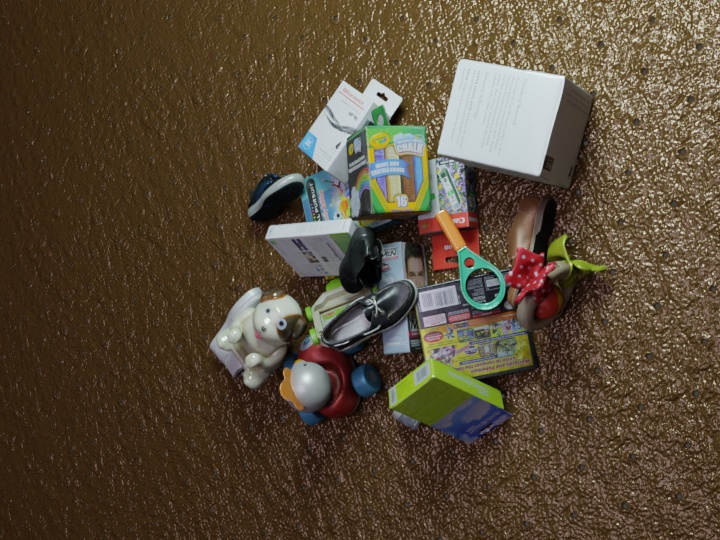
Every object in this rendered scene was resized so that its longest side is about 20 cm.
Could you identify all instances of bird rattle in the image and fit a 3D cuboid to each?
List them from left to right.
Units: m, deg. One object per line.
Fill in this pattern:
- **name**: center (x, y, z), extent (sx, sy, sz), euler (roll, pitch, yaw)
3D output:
- **bird rattle**: center (0.315, 0.034, 1.433), extent (0.112, 0.199, 0.166), euler (30, 128, 29)

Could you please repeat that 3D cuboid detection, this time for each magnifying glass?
- **magnifying glass**: center (0.192, -0.020, 1.546), extent (0.079, 0.022, 0.202), euler (-30, 73, 4)

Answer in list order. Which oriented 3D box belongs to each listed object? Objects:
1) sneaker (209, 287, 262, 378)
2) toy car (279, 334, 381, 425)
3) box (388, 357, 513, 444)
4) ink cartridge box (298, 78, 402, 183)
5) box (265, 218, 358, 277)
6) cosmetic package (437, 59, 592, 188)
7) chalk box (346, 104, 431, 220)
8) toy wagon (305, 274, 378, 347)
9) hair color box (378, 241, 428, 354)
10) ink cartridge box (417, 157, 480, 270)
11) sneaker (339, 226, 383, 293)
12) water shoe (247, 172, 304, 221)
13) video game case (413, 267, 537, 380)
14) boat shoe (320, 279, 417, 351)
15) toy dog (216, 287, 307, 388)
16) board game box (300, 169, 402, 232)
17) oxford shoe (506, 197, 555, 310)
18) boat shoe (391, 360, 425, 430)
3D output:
- **sneaker**: center (-0.241, 0.142, 1.858), extent (0.116, 0.073, 0.201), euler (48, 123, 23)
- **toy car**: center (-0.095, 0.208, 1.680), extent (0.183, 0.199, 0.180), euler (-30, 73, 28)
- **box**: center (0.161, 0.235, 1.533), extent (0.122, 0.198, 0.048), euler (-41, 36, 33)
- **ink cartridge box**: center (-0.021, -0.289, 1.689), extent (0.202, 0.067, 0.116), euler (-55, 48, 7)
- **box**: center (-0.071, -0.042, 1.698), extent (0.196, 0.145, 0.037), euler (-1, 57, 32)
- **cosmetic package**: center (0.267, -0.250, 1.478), extent (0.197, 0.164, 0.169), euler (17, 97, 31)
- **chalk box**: center (0.049, -0.200, 1.592), extent (0.124, 0.121, 0.205), euler (172, 95, -70)
- **toy wagon**: center (-0.032, 0.072, 1.697), extent (0.152, 0.040, 0.201), euler (-20, 37, 2)
- **hair color box**: center (0.084, 0.052, 1.627), extent (0.060, 0.098, 0.205), euler (-8, 85, 31)
- **ink cartridge box**: center (0.163, -0.108, 1.609), extent (0.107, 0.050, 0.205), euler (-7, 84, 33)
- **sneaker**: center (0.003, 0.000, 1.594), extent (0.202, 0.059, 0.106), euler (105, 160, -45)
- **water shoe**: center (-0.186, -0.172, 1.800), extent (0.199, 0.070, 0.081), euler (-31, 62, 48)
- **video game case**: center (0.204, 0.104, 1.551), extent (0.196, 0.025, 0.185), euler (-12, 82, 9)
- **boat shoe**: center (0.014, 0.079, 1.564), extent (0.198, 0.060, 0.075), euler (-31, 69, 16)
- **toy dog**: center (-0.176, 0.124, 1.719), extent (0.141, 0.191, 0.200), euler (59, 151, 12)
- **board game box**: center (-0.024, -0.139, 1.734), extent (0.197, 0.047, 0.154), euler (-20, 78, 31)
- **oxford shoe**: center (0.287, -0.030, 1.519), extent (0.070, 0.071, 0.204), euler (12, 85, 35)
- **boat shoe**: center (0.137, 0.210, 1.616), extent (0.071, 0.070, 0.203), euler (33, 103, 4)
